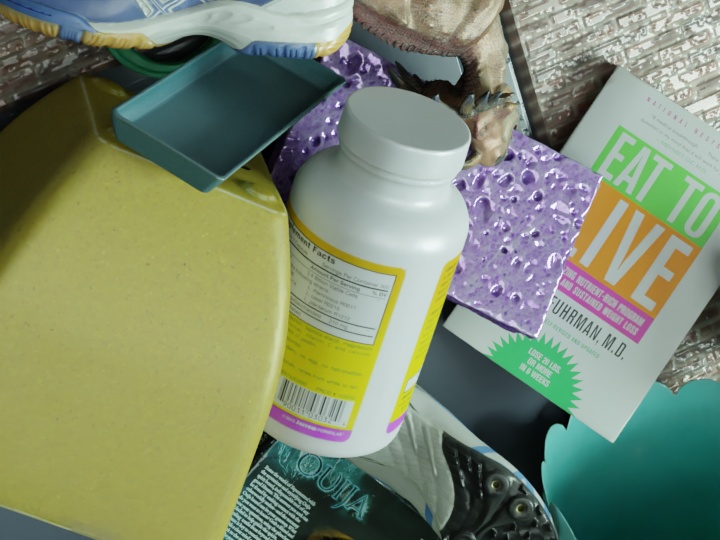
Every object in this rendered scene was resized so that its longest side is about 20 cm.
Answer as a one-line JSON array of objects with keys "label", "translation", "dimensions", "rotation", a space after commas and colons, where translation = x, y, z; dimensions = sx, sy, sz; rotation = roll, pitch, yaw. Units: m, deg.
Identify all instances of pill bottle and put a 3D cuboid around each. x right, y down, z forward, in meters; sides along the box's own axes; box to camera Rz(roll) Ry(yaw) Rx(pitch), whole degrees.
[{"label": "pill bottle", "translation": [0.000, 0.000, 1.226], "dimensions": [0.103, 0.104, 0.201], "rotation": [7, 121, -21]}]

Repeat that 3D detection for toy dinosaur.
[{"label": "toy dinosaur", "translation": [0.031, -0.154, 1.246], "dimensions": [0.199, 0.086, 0.136], "rotation": [30, 83, -10]}]

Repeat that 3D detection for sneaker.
[{"label": "sneaker", "translation": [0.046, 0.118, 1.347], "dimensions": [0.200, 0.072, 0.072], "rotation": [39, 108, 2]}, {"label": "sneaker", "translation": [-0.102, -0.171, 1.197], "dimensions": [0.198, 0.075, 0.089], "rotation": [1, 110, -7]}]

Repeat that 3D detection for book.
[{"label": "book", "translation": [0.162, -0.011, 1.370], "dimensions": [0.133, 0.048, 0.201], "rotation": [33, 96, 4]}]

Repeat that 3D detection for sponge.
[{"label": "sponge", "translation": [0.043, -0.050, 1.305], "dimensions": [0.199, 0.030, 0.112], "rotation": [26, 85, -17]}]

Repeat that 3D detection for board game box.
[{"label": "board game box", "translation": [-0.019, 0.193, 1.412], "dimensions": [0.200, 0.028, 0.135], "rotation": [41, 92, -26]}]

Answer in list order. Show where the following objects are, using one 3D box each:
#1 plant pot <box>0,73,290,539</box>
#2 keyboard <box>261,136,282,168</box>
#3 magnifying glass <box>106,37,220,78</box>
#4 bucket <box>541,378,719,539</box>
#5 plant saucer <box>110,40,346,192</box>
[{"label": "plant pot", "translation": [-0.138, 0.012, 1.195], "dimensions": [0.194, 0.194, 0.201], "rotation": [23, 107, -20]}, {"label": "keyboard", "translation": [0.009, -0.055, 1.332], "dimensions": [0.199, 0.040, 0.105], "rotation": [20, 83, -18]}, {"label": "magnifying glass", "translation": [-0.060, -0.161, 1.275], "dimensions": [0.198, 0.022, 0.080], "rotation": [-8, 111, -14]}, {"label": "bucket", "translation": [0.214, 0.180, 1.395], "dimensions": [0.206, 0.207, 0.136], "rotation": [-13, 123, -14]}, {"label": "plant saucer", "translation": [-0.071, -0.090, 1.179], "dimensions": [0.070, 0.200, 0.019], "rotation": [31, 117, 6]}]
